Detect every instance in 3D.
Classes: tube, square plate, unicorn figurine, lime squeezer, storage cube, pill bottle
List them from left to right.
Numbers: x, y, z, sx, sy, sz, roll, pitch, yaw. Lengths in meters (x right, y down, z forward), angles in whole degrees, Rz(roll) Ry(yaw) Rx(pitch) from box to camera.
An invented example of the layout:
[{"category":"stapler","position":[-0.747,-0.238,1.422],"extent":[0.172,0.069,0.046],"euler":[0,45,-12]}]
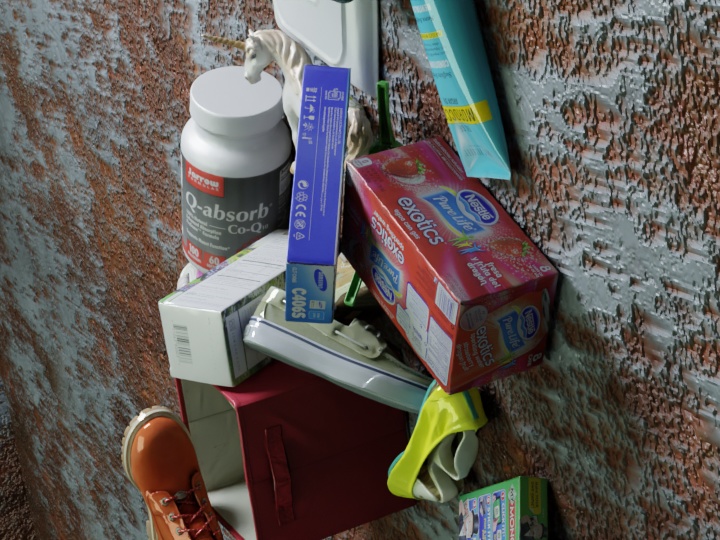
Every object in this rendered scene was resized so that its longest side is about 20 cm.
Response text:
[{"category":"pill bottle","position":[-0.128,-0.100,1.764],"extent":[0.116,0.115,0.202],"euler":[51,148,43]},{"category":"storage cube","position":[-0.067,0.154,1.709],"extent":[0.200,0.178,0.173],"euler":[31,132,59]},{"category":"unicorn figurine","position":[-0.048,-0.148,1.614],"extent":[0.199,0.074,0.139],"euler":[23,131,36]},{"category":"square plate","position":[-0.040,-0.279,1.559],"extent":[0.198,0.028,0.202],"euler":[44,143,51]},{"category":"lime squeezer","position":[0.019,-0.071,1.505],"extent":[0.071,0.037,0.202],"euler":[-78,-2,-72]},{"category":"tube","position":[0.076,-0.169,1.349],"extent":[0.077,0.050,0.202],"euler":[-159,51,-71]}]

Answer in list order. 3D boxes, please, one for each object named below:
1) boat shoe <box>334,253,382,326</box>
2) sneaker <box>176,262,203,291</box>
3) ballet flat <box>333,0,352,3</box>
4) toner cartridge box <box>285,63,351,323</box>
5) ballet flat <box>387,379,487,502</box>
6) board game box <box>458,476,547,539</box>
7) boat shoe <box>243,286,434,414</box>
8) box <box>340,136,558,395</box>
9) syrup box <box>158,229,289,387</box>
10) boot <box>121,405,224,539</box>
[{"category":"boat shoe","position":[0.000,0.000,1.606],"extent":[0.200,0.071,0.077],"euler":[149,119,-65]},{"category":"sneaker","position":[-0.158,0.039,1.829],"extent":[0.201,0.087,0.082],"euler":[-63,-24,-54]},{"category":"ballet flat","position":[0.009,-0.291,1.400],"extent":[0.075,0.074,0.200],"euler":[66,150,18]},{"category":"toner cartridge box","position":[-0.036,-0.066,1.454],"extent":[0.095,0.043,0.202],"euler":[93,-179,-59]},{"category":"ballet flat","position":[0.072,0.169,1.548],"extent":[0.067,0.066,0.201],"euler":[56,150,27]},{"category":"board game box","position":[0.120,0.285,1.466],"extent":[0.134,0.029,0.203],"euler":[147,127,-66]},{"category":"boat shoe","position":[-0.010,0.075,1.576],"extent":[0.072,0.198,0.063],"euler":[95,-162,-82]},{"category":"box","position":[0.068,-0.008,1.398],"extent":[0.200,0.094,0.101],"euler":[53,149,42]},{"category":"syrup box","position":[-0.101,0.033,1.671],"extent":[0.081,0.200,0.080],"euler":[7,116,32]},{"category":"boot","position":[-0.174,0.229,1.695],"extent":[0.107,0.074,0.202],"euler":[36,145,51]}]
